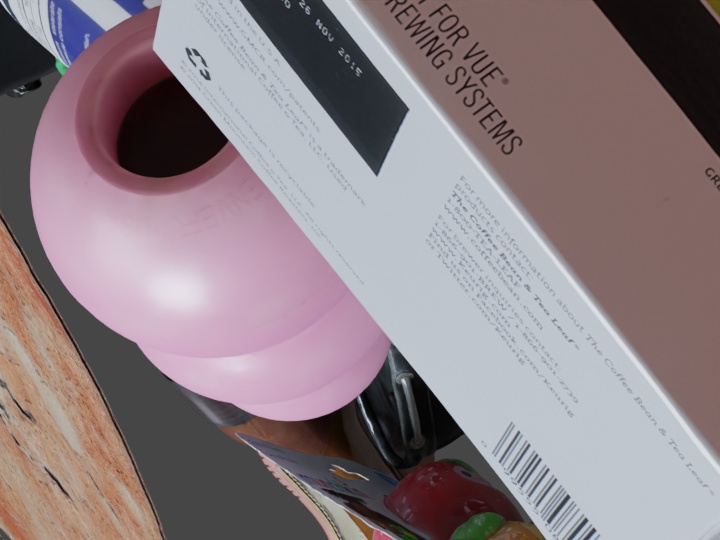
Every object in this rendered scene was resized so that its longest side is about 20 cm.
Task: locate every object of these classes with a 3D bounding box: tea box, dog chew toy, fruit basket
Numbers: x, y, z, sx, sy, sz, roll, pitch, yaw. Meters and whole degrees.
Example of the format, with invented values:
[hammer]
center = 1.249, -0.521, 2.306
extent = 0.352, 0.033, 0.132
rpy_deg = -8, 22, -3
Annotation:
[tea box]
center = 0.087, -0.058, 0.750
extent = 0.200, 0.196, 0.134
rpy_deg = 52, 162, 10
[dog chew toy]
center = -0.041, -0.010, 1.075
extent = 0.125, 0.124, 0.200
rpy_deg = 45, 171, 28
[fruit basket]
center = 0.064, 0.119, 1.223
extent = 0.200, 0.094, 0.185
rpy_deg = 37, -175, 23

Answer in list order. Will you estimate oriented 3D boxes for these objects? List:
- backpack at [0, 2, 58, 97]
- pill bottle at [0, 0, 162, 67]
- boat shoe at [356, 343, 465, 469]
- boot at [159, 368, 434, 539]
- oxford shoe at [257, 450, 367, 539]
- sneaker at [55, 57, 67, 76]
[backpack]
center = -0.232, -0.181, 1.453
extent = 0.200, 0.163, 0.154
rpy_deg = 54, 155, 26
[pill bottle]
center = -0.078, -0.123, 1.192
extent = 0.200, 0.115, 0.116
rpy_deg = 41, 158, 37
[boat shoe]
center = -0.001, -0.001, 1.292
extent = 0.074, 0.068, 0.200
rpy_deg = 34, 153, 48
[boot]
center = -0.016, 0.028, 1.384
extent = 0.200, 0.068, 0.189
rpy_deg = 43, -156, -41
[oxford shoe]
center = 0.005, 0.093, 1.481
extent = 0.074, 0.071, 0.201
rpy_deg = -6, 120, 42
[sneaker]
center = -0.113, -0.127, 1.315
extent = 0.200, 0.084, 0.074
rpy_deg = 42, 176, 38
